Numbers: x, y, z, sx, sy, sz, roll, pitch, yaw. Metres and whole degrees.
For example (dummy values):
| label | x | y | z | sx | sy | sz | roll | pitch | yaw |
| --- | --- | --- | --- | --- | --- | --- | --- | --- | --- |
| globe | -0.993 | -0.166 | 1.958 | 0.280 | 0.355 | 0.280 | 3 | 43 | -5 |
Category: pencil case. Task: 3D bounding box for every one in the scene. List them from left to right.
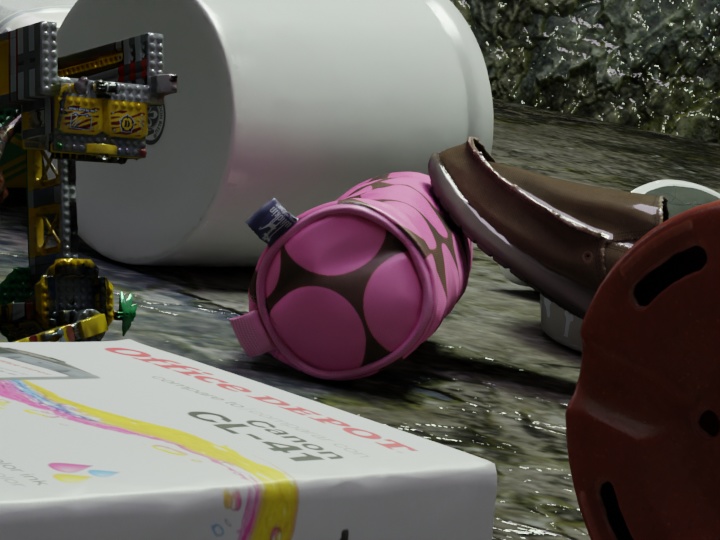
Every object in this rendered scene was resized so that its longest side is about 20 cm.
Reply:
| label | x | y | z | sx | sy | sz | roll | pitch | yaw |
| --- | --- | --- | --- | --- | --- | --- | --- | --- | --- |
| pencil case | 0.000 | 0.000 | 1.287 | 0.093 | 0.091 | 0.200 | -34 | -2 | 11 |

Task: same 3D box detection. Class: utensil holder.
| label | x | y | z | sx | sy | sz | roll | pitch | yaw |
| --- | --- | --- | --- | --- | --- | --- | --- | --- | --- |
| utensil holder | -0.052 | -0.083 | 1.499 | 0.169 | 0.171 | 0.199 | 16 | 12 | 41 |

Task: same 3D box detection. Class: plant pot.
| label | x | y | z | sx | sy | sz | roll | pitch | yaw |
| --- | --- | --- | --- | --- | --- | --- | --- | --- | --- |
| plant pot | 0.182 | 0.042 | 0.861 | 0.200 | 0.202 | 0.195 | 17 | 19 | 42 |

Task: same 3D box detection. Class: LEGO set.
| label | x | y | z | sx | sy | sz | roll | pitch | yaw |
| --- | --- | --- | --- | --- | --- | --- | --- | --- | --- |
| LEGO set | -0.157 | -0.035 | 1.070 | 0.199 | 0.155 | 0.116 | 13 | -13 | -36 |

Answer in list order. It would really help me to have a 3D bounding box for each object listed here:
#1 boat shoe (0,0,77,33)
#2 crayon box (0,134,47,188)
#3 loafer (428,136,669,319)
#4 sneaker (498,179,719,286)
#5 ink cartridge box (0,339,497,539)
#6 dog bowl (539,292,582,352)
| label | x | y | z | sx | sy | sz | roll | pitch | yaw |
| --- | --- | --- | --- | --- | --- | --- | --- | --- | --- |
| boat shoe | -0.143 | -0.135 | 1.563 | 0.199 | 0.072 | 0.069 | -8 | 48 | -42 |
| crayon box | -0.225 | -0.091 | 1.619 | 0.199 | 0.051 | 0.127 | -2 | 21 | -24 |
| loafer | 0.121 | -0.008 | 1.297 | 0.200 | 0.071 | 0.073 | 36 | 5 | 16 |
| sneaker | 0.184 | -0.008 | 1.631 | 0.199 | 0.071 | 0.099 | -6 | 18 | -43 |
| ink cartridge box | -0.087 | 0.071 | 0.646 | 0.147 | 0.086 | 0.199 | 16 | 11 | 41 |
| dog bowl | 0.187 | 0.020 | 1.453 | 0.199 | 0.059 | 0.200 | 10 | 8 | -1 |
